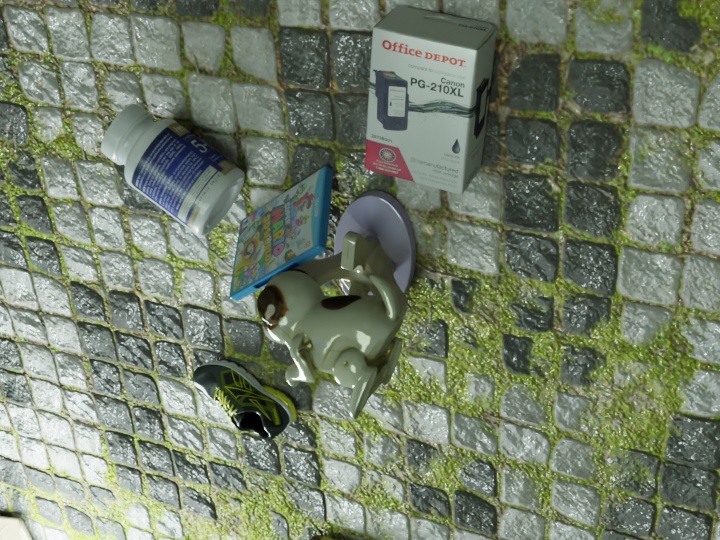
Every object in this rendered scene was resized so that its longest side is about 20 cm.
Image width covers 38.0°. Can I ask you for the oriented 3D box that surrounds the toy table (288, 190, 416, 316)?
[{"bbox_3d":[0.000,0.000,1.512,0.181,0.117,0.203,8,124,24],"label":"toy table"}]

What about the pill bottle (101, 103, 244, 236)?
[{"bbox_3d":[-0.283,-0.155,1.568,0.199,0.120,0.120,36,130,3],"label":"pill bottle"}]

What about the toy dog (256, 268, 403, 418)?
[{"bbox_3d":[-0.052,0.078,1.427,0.198,0.140,0.196,25,129,15],"label":"toy dog"}]

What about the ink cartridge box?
[{"bbox_3d":[0.088,-0.219,1.346,0.143,0.084,0.203,16,126,19],"label":"ink cartridge box"}]

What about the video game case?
[{"bbox_3d":[-0.117,-0.053,1.534,0.018,0.145,0.199,31,138,-34],"label":"video game case"}]

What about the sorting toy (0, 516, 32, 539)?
[{"bbox_3d":[-0.797,0.633,2.401,0.197,0.036,0.188,0,119,34],"label":"sorting toy"}]

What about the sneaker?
[{"bbox_3d":[-0.207,0.221,1.783,0.197,0.085,0.075,22,127,15],"label":"sneaker"}]

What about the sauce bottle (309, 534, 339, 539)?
[{"bbox_3d":[-0.002,0.528,1.876,0.197,0.065,0.066,11,124,23],"label":"sauce bottle"}]
